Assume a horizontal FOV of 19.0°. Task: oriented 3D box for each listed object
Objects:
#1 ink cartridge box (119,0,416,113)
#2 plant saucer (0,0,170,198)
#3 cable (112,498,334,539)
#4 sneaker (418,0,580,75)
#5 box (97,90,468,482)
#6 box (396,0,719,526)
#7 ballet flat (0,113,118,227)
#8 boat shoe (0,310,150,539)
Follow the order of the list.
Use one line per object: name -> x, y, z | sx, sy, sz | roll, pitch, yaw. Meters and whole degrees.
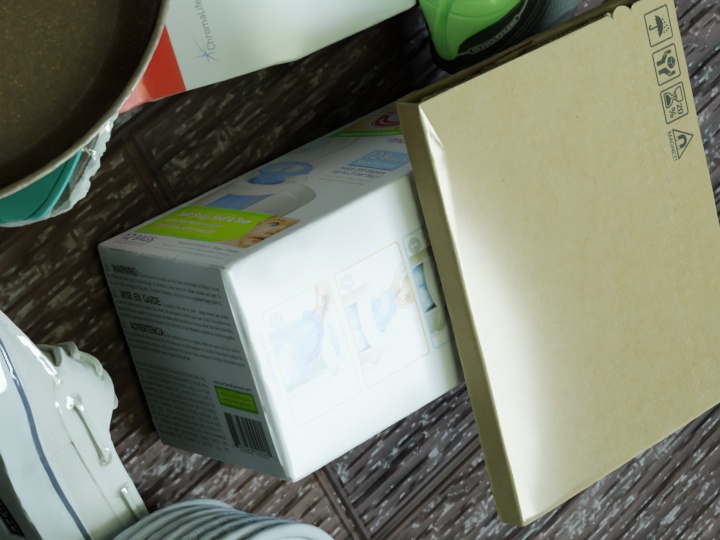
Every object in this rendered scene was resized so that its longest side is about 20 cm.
ink cartridge box -> -0.080, -0.160, 0.946 | 0.199, 0.047, 0.161 | -28, 111, -32
plant saucer -> -0.168, -0.107, 0.822 | 0.198, 0.037, 0.202 | -1, 71, 2
cable -> -0.077, 0.200, 0.947 | 0.200, 0.069, 0.201 | -45, 139, -39
sneaker -> 0.088, -0.168, 1.063 | 0.200, 0.076, 0.084 | -43, 154, -32
box -> 0.000, 0.000, 0.982 | 0.199, 0.112, 0.102 | -28, 111, -31
box -> 0.102, -0.009, 0.975 | 0.163, 0.021, 0.202 | -27, 111, -34
ballet flat -> -0.118, -0.117, 0.893 | 0.071, 0.072, 0.202 | 0, 102, -35
boat shoe -> -0.138, 0.063, 0.916 | 0.070, 0.071, 0.201 | -45, 126, -32
